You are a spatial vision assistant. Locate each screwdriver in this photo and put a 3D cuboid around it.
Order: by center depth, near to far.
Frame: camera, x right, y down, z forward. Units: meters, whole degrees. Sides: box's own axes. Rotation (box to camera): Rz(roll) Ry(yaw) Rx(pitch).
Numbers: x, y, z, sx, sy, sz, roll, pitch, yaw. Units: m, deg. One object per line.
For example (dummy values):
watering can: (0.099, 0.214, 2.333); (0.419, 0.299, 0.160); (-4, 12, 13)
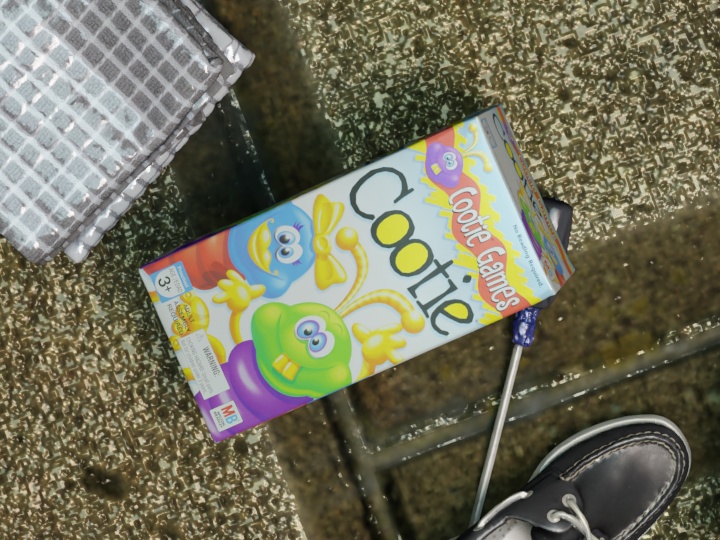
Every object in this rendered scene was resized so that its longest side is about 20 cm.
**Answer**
screwdriver: (0.088, 0.058, 1.510); (0.029, 0.028, 0.202); (13, 97, 30)

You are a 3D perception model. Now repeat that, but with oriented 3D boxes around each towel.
towel: (-0.181, -0.120, 1.476); (0.200, 0.086, 0.166); (44, 95, -1)

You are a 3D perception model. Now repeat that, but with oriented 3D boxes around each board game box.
board game box: (0.000, 0.000, 1.454); (0.199, 0.103, 0.106); (-24, 92, 12)

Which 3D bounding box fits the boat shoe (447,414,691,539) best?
boat shoe: (0.098, 0.150, 1.494); (0.199, 0.060, 0.074); (-30, 98, 2)
